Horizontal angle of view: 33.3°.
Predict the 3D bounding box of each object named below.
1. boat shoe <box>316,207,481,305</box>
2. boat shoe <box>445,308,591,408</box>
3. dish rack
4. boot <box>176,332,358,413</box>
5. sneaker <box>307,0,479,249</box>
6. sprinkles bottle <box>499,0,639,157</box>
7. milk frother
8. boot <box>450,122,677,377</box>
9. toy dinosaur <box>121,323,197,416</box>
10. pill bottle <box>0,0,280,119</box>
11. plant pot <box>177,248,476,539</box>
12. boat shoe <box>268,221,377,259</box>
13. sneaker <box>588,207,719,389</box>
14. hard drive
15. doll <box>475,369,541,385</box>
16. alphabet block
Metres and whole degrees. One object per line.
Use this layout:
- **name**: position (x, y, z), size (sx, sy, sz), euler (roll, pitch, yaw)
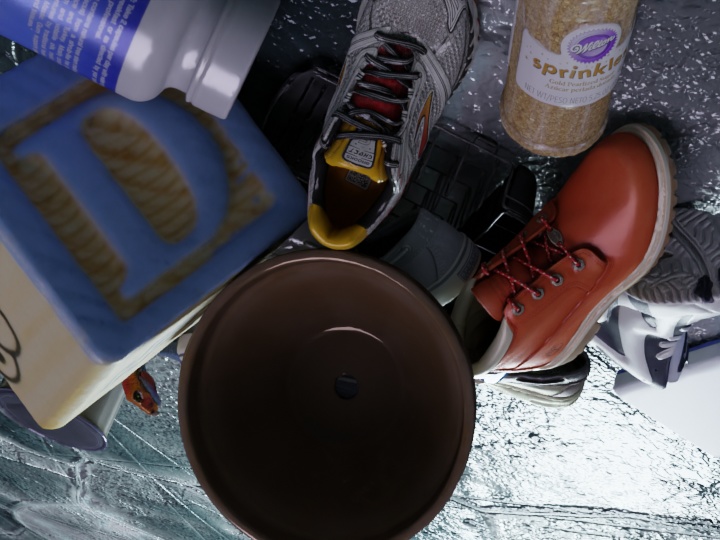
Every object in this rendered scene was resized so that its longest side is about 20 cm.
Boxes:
- **boat shoe**: position (0.000, 0.001, 0.875), size (0.071, 0.071, 0.200), euler (43, 142, -20)
- **boat shoe**: position (0.100, 0.061, 1.022), size (0.198, 0.073, 0.066), euler (15, 147, 1)
- **dish rack**: position (0.019, -0.064, 0.866), size (0.198, 0.055, 0.154), euler (26, 151, -8)
- **boot**: position (-0.049, 0.104, 0.900), size (0.197, 0.092, 0.073), euler (9, 171, 10)
- **sneaker**: position (0.017, -0.096, 0.734), size (0.077, 0.082, 0.202), euler (20, 125, 4)
- **sprinkles bottle**: position (0.115, -0.143, 0.640), size (0.067, 0.069, 0.201), euler (16, 153, 9)
- **milk frother**: position (-0.220, 0.087, 1.159), size (0.197, 0.190, 0.181), euler (21, 154, 0)
- **boot**: position (0.127, -0.006, 0.778), size (0.106, 0.075, 0.202), euler (-8, 135, -38)
- **toy dinosaur**: position (-0.129, 0.079, 1.041), size (0.179, 0.107, 0.199), euler (4, -177, -24)
- **pill bottle**: position (-0.154, -0.173, 0.730), size (0.198, 0.113, 0.112), euler (27, 152, -9)
- **plant pot**: position (-0.017, 0.086, 0.816), size (0.198, 0.204, 0.093), euler (17, -175, 8)
- **boat shoe**: position (-0.026, -0.026, 0.959), size (0.198, 0.072, 0.069), euler (32, 131, -6)
- **sneaker**: position (0.225, 0.028, 0.857), size (0.129, 0.080, 0.198), euler (38, 149, -31)
- **hard drive**: position (0.319, 0.099, 0.973), size (0.131, 0.026, 0.199), euler (31, 151, -18)
- **doll**: position (0.061, 0.061, 0.935), size (0.197, 0.049, 0.136), euler (-2, 160, 28)
- **alphabet block**: position (-0.184, -0.034, 0.848), size (0.196, 0.196, 0.200), euler (54, 149, 0)
